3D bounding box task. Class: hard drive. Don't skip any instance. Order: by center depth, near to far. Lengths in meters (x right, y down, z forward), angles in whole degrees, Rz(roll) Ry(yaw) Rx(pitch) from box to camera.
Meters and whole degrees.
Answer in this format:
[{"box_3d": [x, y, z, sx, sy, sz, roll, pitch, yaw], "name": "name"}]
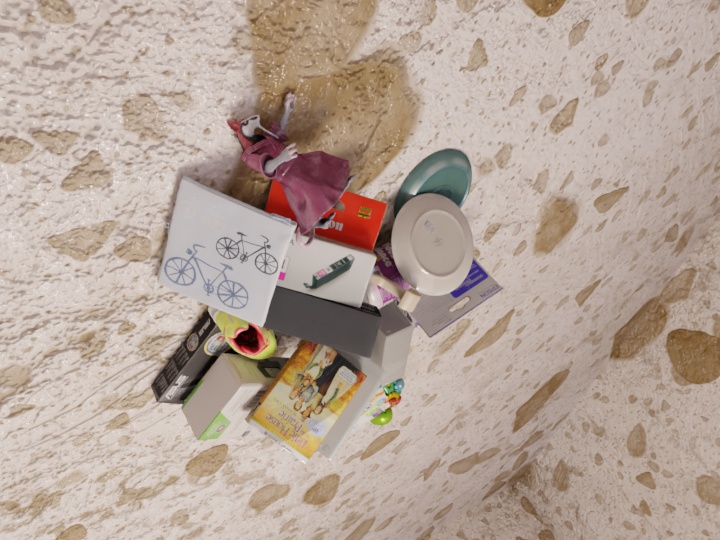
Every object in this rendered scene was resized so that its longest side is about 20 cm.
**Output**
[{"box_3d": [-0.054, 0.249, 1.077, 0.201, 0.131, 0.026, -55, 177, -12], "name": "hard drive"}]

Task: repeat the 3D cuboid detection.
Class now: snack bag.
[{"box_3d": [-0.208, -0.027, 0.825, 0.021, 0.187, 0.202, -69, -178, -62], "name": "snack bag"}]

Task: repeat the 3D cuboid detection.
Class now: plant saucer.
[{"box_3d": [0.158, -0.153, 1.122, 0.198, 0.027, 0.201, -24, 141, -21], "name": "plant saucer"}]

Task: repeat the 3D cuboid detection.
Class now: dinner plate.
[{"box_3d": [0.149, -0.052, 1.066, 0.198, 0.024, 0.203, 3, 83, -28], "name": "dinner plate"}]

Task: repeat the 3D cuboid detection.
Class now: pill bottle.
[{"box_3d": [0.084, -0.010, 1.117, 0.198, 0.113, 0.113, -28, 142, -10], "name": "pill bottle"}]

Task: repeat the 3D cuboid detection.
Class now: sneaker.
[{"box_3d": [-0.195, 0.121, 0.954, 0.078, 0.090, 0.200, -39, 147, -5], "name": "sneaker"}]

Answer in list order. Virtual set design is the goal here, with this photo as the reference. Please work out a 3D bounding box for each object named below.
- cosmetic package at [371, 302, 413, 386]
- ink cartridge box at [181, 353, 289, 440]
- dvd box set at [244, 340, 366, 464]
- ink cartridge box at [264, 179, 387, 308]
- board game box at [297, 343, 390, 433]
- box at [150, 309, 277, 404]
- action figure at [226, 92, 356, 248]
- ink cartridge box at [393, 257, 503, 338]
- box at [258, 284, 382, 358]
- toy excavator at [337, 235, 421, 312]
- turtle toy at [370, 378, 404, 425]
[{"box_3d": [0.057, 0.174, 1.299, 0.089, 0.107, 0.201, -18, 140, -27], "name": "cosmetic package"}, {"box_3d": [-0.220, 0.246, 1.063, 0.146, 0.084, 0.199, -51, 149, 13], "name": "ink cartridge box"}, {"box_3d": [-0.099, 0.237, 1.021, 0.146, 0.029, 0.201, 42, 77, -18], "name": "dvd box set"}, {"box_3d": [-0.068, -0.050, 0.884, 0.198, 0.044, 0.176, 16, 103, -9], "name": "ink cartridge box"}, {"box_3d": [-0.037, 0.230, 1.191, 0.104, 0.200, 0.103, -32, 143, -10], "name": "board game box"}, {"box_3d": [-0.279, 0.175, 1.049, 0.200, 0.044, 0.160, -50, 144, 12], "name": "box"}, {"box_3d": [-0.112, -0.156, 0.803, 0.199, 0.135, 0.149, 31, 130, -14], "name": "action figure"}, {"box_3d": [0.167, 0.030, 1.171, 0.197, 0.200, 0.044, -31, 147, -12], "name": "ink cartridge box"}, {"box_3d": [-0.069, 0.078, 0.956, 0.198, 0.141, 0.080, 17, 95, -3], "name": "box"}, {"box_3d": [0.000, 0.000, 1.002, 0.199, 0.194, 0.101, 15, 107, -55], "name": "toy excavator"}, {"box_3d": [0.054, 0.336, 1.464, 0.144, 0.101, 0.201, -20, 139, -26], "name": "turtle toy"}]
